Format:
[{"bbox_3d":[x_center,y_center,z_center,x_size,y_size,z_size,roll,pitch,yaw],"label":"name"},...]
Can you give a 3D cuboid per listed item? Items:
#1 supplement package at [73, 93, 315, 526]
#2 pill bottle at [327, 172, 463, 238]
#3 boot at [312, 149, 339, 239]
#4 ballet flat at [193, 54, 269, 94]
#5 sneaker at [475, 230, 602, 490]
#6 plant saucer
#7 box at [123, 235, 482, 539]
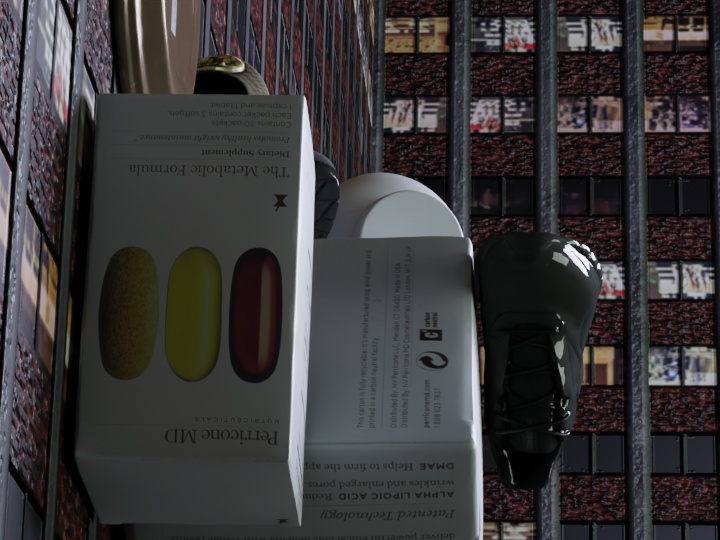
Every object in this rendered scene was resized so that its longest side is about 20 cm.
[{"bbox_3d":[-0.082,0.022,1.423,0.110,0.113,0.201,85,5,-67],"label":"supplement package"},{"bbox_3d":[0.000,0.000,1.768,0.200,0.110,0.111,155,-63,-68],"label":"pill bottle"},{"bbox_3d":[-0.072,-0.048,1.729,0.200,0.070,0.132,-51,-151,45],"label":"boot"},{"bbox_3d":[-0.096,-0.086,1.658,0.200,0.067,0.047,-75,156,-57],"label":"ballet flat"},{"bbox_3d":[0.104,0.055,1.615,0.200,0.076,0.091,80,13,-51],"label":"sneaker"},{"bbox_3d":[-0.115,-0.173,1.587,0.200,0.029,0.201,1,90,-86],"label":"plant saucer"},{"bbox_3d":[-0.030,0.089,1.569,0.199,0.199,0.131,-88,176,-54],"label":"box"}]
